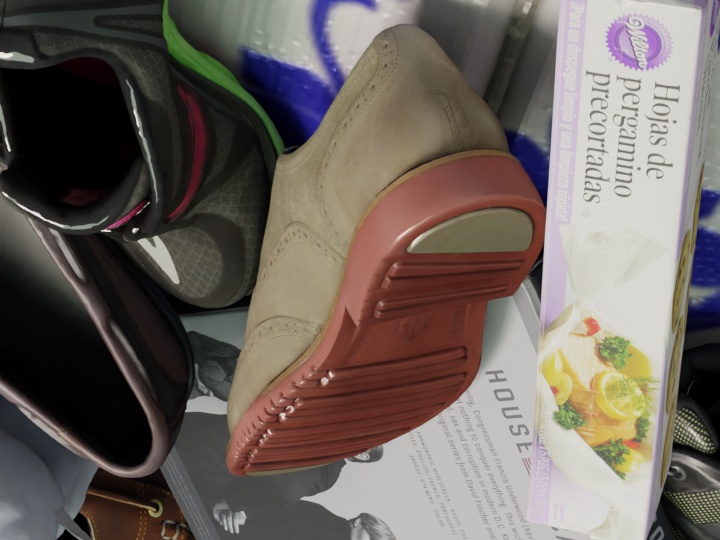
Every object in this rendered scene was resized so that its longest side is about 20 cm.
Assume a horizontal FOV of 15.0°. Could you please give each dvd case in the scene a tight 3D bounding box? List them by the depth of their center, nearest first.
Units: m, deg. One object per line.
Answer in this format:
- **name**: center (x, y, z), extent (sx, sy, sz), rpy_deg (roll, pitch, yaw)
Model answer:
- **dvd case**: center (0.011, 0.070, 0.931), extent (0.199, 0.025, 0.151), rpy_deg (-7, 115, 41)

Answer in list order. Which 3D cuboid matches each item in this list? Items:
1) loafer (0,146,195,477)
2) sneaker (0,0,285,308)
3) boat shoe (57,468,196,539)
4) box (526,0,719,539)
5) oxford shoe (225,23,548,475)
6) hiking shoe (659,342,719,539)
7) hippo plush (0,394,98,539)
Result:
- **loafer**: center (-0.124, -0.013, 0.852), extent (0.072, 0.063, 0.200), rpy_deg (-40, 111, 10)
- **sneaker**: center (-0.077, -0.040, 0.803), extent (0.076, 0.084, 0.200), rpy_deg (5, 152, 21)
- **boat shoe**: center (-0.104, 0.088, 1.052), extent (0.199, 0.071, 0.070), rpy_deg (33, 145, -30)
- **box**: center (0.074, -0.006, 0.775), extent (0.038, 0.042, 0.201), rpy_deg (10, 131, 11)
- **oxford shoe**: center (0.000, 0.000, 0.840), extent (0.070, 0.075, 0.200), rpy_deg (-7, 153, -27)
- **hiking shoe**: center (0.110, 0.063, 0.920), extent (0.199, 0.076, 0.101), rpy_deg (-2, 126, 32)
- **hippo plush**: center (-0.165, 0.095, 0.931), extent (0.200, 0.159, 0.161), rpy_deg (43, 117, 8)
